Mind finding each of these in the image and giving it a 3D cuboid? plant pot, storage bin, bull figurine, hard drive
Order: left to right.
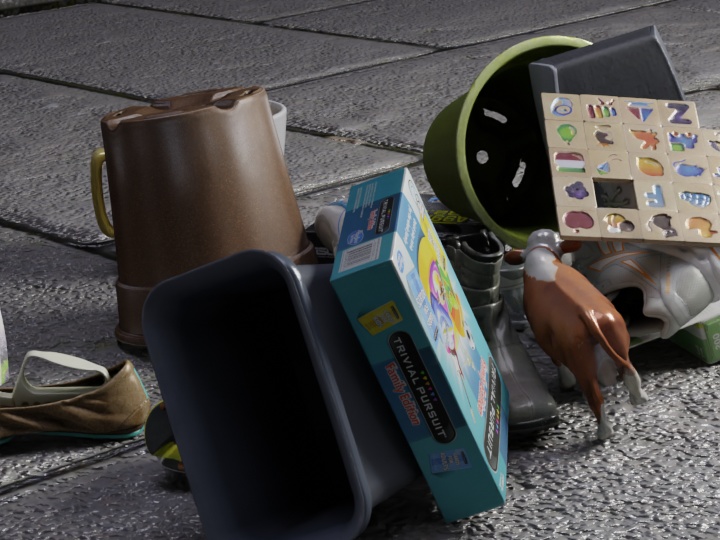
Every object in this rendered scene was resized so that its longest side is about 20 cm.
[{"bbox_3d":[-0.139,-0.055,1.741,0.200,0.198,0.200,-9,12,2],"label":"plant pot"},{"bbox_3d":[-0.047,0.089,1.317,0.145,0.200,0.134,-20,-5,30],"label":"storage bin"},{"bbox_3d":[0.146,-0.111,1.825,0.200,0.200,0.190,-9,4,-19],"label":"plant pot"},{"bbox_3d":[0.167,0.044,1.509,0.065,0.121,0.200,-24,19,3],"label":"bull figurine"},{"bbox_3d":[0.236,-0.105,1.724,0.135,0.200,0.042,-17,6,-6],"label":"hard drive"}]

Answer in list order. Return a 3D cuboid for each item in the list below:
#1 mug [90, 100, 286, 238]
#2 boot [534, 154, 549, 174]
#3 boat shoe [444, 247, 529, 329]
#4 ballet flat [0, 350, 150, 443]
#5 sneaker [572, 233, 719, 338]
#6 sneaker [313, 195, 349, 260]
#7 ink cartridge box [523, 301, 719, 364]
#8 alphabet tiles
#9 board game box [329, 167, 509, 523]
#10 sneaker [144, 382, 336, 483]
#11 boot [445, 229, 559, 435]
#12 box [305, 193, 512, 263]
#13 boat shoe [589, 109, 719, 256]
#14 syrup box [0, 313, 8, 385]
[{"bbox_3d":[-0.161,-0.086,1.972,0.186,0.153,0.149,1,18,17],"label":"mug"},{"bbox_3d":[0.259,-0.087,1.903,0.200,0.146,0.070,8,17,31],"label":"boot"},{"bbox_3d":[0.067,0.014,1.766,0.202,0.065,0.074,3,20,35],"label":"boat shoe"},{"bbox_3d":[-0.265,0.099,1.513,0.200,0.072,0.068,-5,17,-3],"label":"ballet flat"},{"bbox_3d":[0.210,0.011,1.611,0.092,0.076,0.200,-42,22,-22],"label":"sneaker"},{"bbox_3d":[0.000,0.000,1.684,0.087,0.075,0.200,-37,34,-13],"label":"sneaker"},{"bbox_3d":[0.260,0.040,1.660,0.200,0.048,0.146,-23,21,-12],"label":"ink cartridge box"},{"bbox_3d":[0.252,-0.082,1.593,0.200,0.008,0.167,3,47,-6],"label":"alphabet tiles"},{"bbox_3d":[0.046,0.049,1.353,0.047,0.200,0.151,-20,23,15],"label":"board game box"},{"bbox_3d":[-0.055,0.110,1.435,0.200,0.075,0.085,4,7,4],"label":"sneaker"},{"bbox_3d":[0.099,0.044,1.523,0.068,0.131,0.200,-7,17,-11],"label":"boot"},{"bbox_3d":[0.062,-0.036,1.950,0.200,0.044,0.160,3,17,21],"label":"box"},{"bbox_3d":[0.239,-0.063,1.643,0.200,0.074,0.067,35,73,15],"label":"boat shoe"},{"bbox_3d":[-0.403,0.065,1.638,0.200,0.081,0.079,4,20,21],"label":"syrup box"}]
